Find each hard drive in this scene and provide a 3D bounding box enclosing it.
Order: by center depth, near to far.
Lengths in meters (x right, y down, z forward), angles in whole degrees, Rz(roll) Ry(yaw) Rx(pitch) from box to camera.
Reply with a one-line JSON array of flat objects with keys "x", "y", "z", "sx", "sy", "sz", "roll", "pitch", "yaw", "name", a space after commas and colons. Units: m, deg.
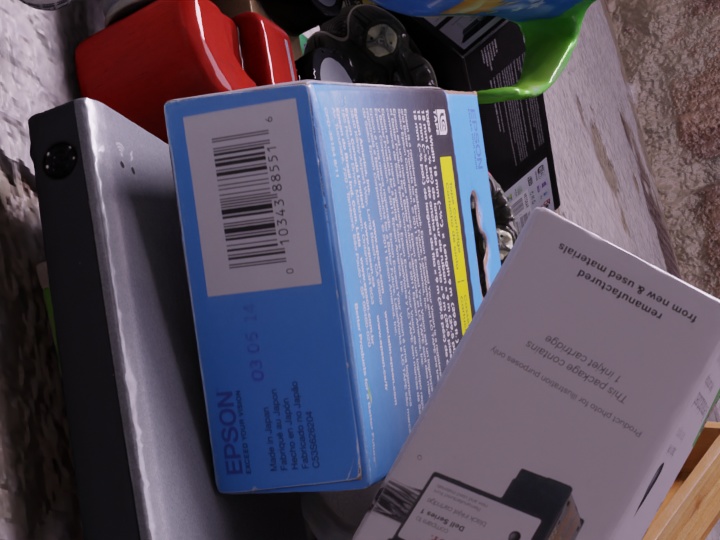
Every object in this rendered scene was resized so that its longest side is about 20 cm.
[{"x": -0.067, "y": 0.050, "z": 0.617, "sx": 0.140, "sy": 0.033, "sz": 0.201, "roll": 32, "pitch": 44, "yaw": -65, "name": "hard drive"}]

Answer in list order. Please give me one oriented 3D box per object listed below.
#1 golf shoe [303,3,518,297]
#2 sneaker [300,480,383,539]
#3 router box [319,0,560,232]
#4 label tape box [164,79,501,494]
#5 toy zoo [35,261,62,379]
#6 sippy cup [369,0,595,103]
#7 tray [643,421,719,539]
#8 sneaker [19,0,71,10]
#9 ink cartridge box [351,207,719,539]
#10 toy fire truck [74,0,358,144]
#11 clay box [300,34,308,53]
[{"x": 0.036, "y": -0.054, "z": 0.892, "sx": 0.088, "sy": 0.077, "sz": 0.201, "roll": -74, "pitch": 142, "yaw": -76, "name": "golf shoe"}, {"x": -0.030, "y": 0.057, "z": 0.768, "sx": 0.089, "sy": 0.075, "sz": 0.201, "roll": 102, "pitch": -29, "yaw": -54, "name": "sneaker"}, {"x": 0.041, "y": -0.121, "z": 0.974, "sx": 0.157, "sy": 0.052, "sz": 0.200, "roll": 43, "pitch": -15, "yaw": 30, "name": "router box"}, {"x": 0.000, "y": 0.000, "z": 0.659, "sx": 0.200, "sy": 0.063, "sz": 0.145, "roll": -13, "pitch": 96, "yaw": -69, "name": "label tape box"}, {"x": -0.069, "y": 0.094, "z": 0.660, "sx": 0.131, "sy": 0.020, "sz": 0.201, "roll": 10, "pitch": 64, "yaw": -71, "name": "toy zoo"}, {"x": 0.053, "y": -0.179, "z": 0.778, "sx": 0.178, "sy": 0.140, "sz": 0.130, "roll": 50, "pitch": 39, "yaw": 11, "name": "sippy cup"}, {"x": 0.103, "y": 0.132, "z": 0.777, "sx": 0.200, "sy": 0.098, "sz": 0.037, "roll": -38, "pitch": 122, "yaw": -49, "name": "tray"}, {"x": -0.152, "y": -0.198, "z": 0.628, "sx": 0.081, "sy": 0.076, "sz": 0.201, "roll": 98, "pitch": -24, "yaw": -78, "name": "sneaker"}, {"x": 0.061, "y": 0.092, "z": 0.613, "sx": 0.201, "sy": 0.084, "sz": 0.146, "roll": -61, "pitch": 164, "yaw": 0, "name": "ink cartridge box"}, {"x": -0.084, "y": -0.139, "z": 0.701, "sx": 0.200, "sy": 0.128, "sz": 0.177, "roll": 22, "pitch": 52, "yaw": -56, "name": "toy fire truck"}, {"x": -0.007, "y": -0.040, "z": 0.948, "sx": 0.200, "sy": 0.047, "sz": 0.115, "roll": 47, "pitch": 30, "yaw": -53, "name": "clay box"}]
